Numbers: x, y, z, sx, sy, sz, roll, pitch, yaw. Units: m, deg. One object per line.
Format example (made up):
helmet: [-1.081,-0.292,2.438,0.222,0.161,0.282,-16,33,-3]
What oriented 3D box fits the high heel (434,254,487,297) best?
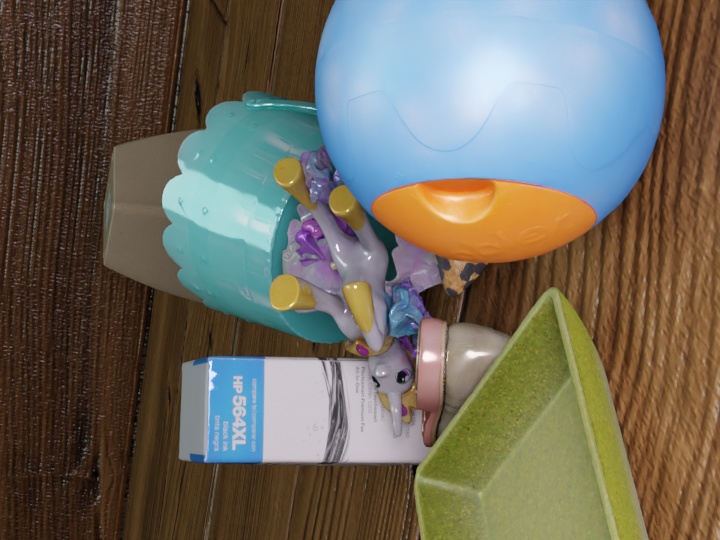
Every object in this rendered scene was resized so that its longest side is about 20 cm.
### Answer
high heel: [0.091,-0.081,1.153,0.143,0.071,0.202,175,109,-83]

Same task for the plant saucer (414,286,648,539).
plant saucer: [0.105,0.148,1.016,0.201,0.048,0.200,-98,30,-43]

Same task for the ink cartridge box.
ink cartridge box: [-0.037,0.113,1.361,0.146,0.198,0.085,157,115,-75]

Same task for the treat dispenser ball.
treat dispenser ball: [0.073,-0.106,0.969,0.201,0.199,0.203,-175,90,-77]

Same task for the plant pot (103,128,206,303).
plant pot: [-0.298,-0.091,2.590,0.201,0.175,0.201,109,161,-46]

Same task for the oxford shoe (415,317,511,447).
oxford shoe: [0.079,0.084,1.175,0.200,0.073,0.071,68,-155,-75]

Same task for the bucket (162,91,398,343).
bucket: [-0.052,-0.042,1.446,0.134,0.206,0.209,22,110,42]

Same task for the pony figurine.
pony figurine: [0.000,0.000,1.239,0.200,0.165,0.194,54,-151,-52]
